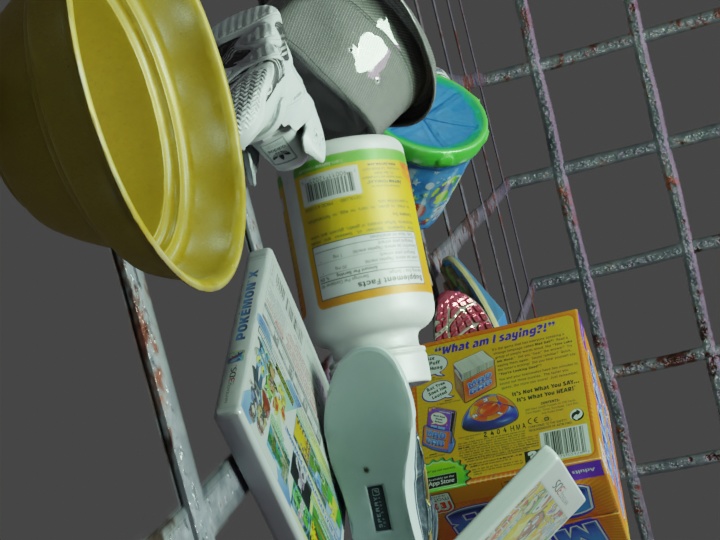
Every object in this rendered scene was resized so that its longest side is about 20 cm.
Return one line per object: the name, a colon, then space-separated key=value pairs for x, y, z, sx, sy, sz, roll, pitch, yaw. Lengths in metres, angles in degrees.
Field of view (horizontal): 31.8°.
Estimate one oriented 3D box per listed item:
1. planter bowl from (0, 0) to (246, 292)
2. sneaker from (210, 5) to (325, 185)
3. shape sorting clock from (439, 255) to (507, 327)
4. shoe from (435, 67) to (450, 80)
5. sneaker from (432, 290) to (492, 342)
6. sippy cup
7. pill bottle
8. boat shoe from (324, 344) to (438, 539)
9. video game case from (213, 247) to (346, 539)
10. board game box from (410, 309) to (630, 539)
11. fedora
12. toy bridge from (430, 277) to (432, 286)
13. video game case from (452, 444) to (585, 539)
planter bowl: x=-0.131 y=-0.080 z=0.625 sx=0.200 sy=0.082 sz=0.203 roll=-13 pitch=90 yaw=-77
sneaker: x=-0.071 y=-0.109 z=0.924 sx=0.201 sy=0.074 sz=0.116 roll=-88 pitch=158 yaw=-58
shape sorting clock: x=0.156 y=0.073 z=1.699 sx=0.201 sy=0.039 sz=0.200 roll=58 pitch=-11 yaw=17
shoe: x=0.089 y=-0.144 z=1.548 sx=0.201 sy=0.070 sz=0.092 roll=93 pitch=-18 yaw=-49
sneaker: x=0.130 y=0.107 z=1.611 sx=0.075 sy=0.080 sz=0.202 roll=46 pitch=-18 yaw=53
sippy cup: x=0.051 y=-0.116 z=1.309 sx=0.131 sy=0.175 sz=0.141 roll=106 pitch=-24 yaw=-43
pill bottle: x=0.000 y=0.000 z=1.045 sx=0.111 sy=0.110 sz=0.203 roll=23 pitch=55 yaw=-74
boat shoe: x=0.018 y=0.154 z=0.992 sx=0.091 sy=0.070 sz=0.203 roll=-29 pitch=113 yaw=-78
video game case: x=-0.050 y=0.116 z=0.917 sx=0.183 sy=0.022 sz=0.202 roll=-85 pitch=159 yaw=-55
board game box: x=0.177 y=0.200 z=1.406 sx=0.201 sy=0.197 sz=0.202 roll=64 pitch=19 yaw=-44
fedora: x=-0.030 y=-0.178 z=1.077 sx=0.201 sy=0.176 sz=0.091 roll=52 pitch=57 yaw=-28
toy bridge: x=0.047 y=-0.079 z=1.510 sx=0.067 sy=0.027 sz=0.203 roll=29 pitch=49 yaw=-73
video game case: x=0.127 y=0.264 z=1.194 sx=0.023 sy=0.200 sz=0.182 roll=43 pitch=-4 yaw=28
